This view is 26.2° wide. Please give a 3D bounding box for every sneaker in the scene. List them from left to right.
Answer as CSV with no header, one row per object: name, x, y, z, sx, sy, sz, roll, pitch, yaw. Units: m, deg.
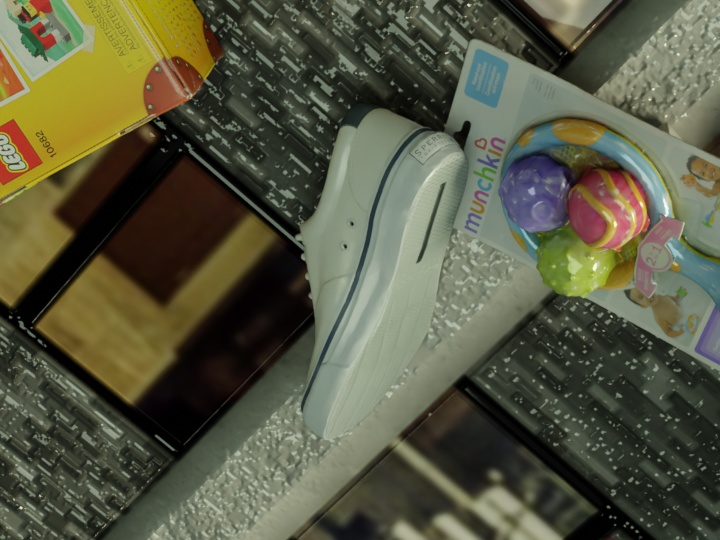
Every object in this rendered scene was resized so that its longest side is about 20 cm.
sneaker,0.000,0.000,0.828,0.071,0.073,0.201,38,127,26

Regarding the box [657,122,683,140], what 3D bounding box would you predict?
box,0.208,0.012,0.809,0.039,0.042,0.200,-39,103,22

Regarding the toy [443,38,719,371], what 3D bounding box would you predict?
toy,0.121,-0.018,0.761,0.199,0.047,0.116,26,132,13

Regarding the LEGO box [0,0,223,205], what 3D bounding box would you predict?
LEGO box,-0.186,-0.147,0.773,0.148,0.077,0.201,-25,109,19
